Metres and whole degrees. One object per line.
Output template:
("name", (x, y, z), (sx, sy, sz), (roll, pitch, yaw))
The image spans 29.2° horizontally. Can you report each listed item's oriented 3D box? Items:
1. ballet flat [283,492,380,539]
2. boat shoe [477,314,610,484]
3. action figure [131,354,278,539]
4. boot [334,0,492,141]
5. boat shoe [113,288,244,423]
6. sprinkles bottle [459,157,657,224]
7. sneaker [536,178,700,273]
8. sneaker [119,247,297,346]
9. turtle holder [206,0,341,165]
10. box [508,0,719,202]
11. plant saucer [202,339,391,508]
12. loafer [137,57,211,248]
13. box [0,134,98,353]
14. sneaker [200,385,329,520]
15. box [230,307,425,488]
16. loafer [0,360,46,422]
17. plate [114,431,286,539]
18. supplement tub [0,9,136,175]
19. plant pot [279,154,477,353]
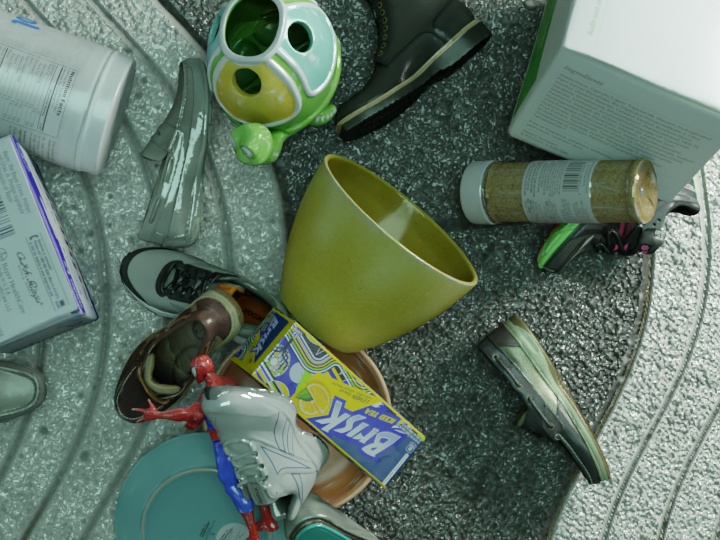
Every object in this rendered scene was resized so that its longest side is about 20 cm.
("ballet flat", (-0.006, 0.288, 1.435), (0.067, 0.064, 0.200), (-41, 125, 11))
("boat shoe", (0.195, 0.146, 1.474), (0.066, 0.072, 0.201), (-31, 90, 3))
("action figure", (-0.153, 0.178, 1.362), (0.098, 0.065, 0.201), (-5, 108, 21))
("boot", (0.023, -0.243, 1.478), (0.200, 0.077, 0.139), (-38, 86, -18))
("boat shoe", (-0.197, 0.096, 1.384), (0.072, 0.072, 0.200), (49, 123, -1))
("sprinkles bottle", (0.204, -0.081, 1.431), (0.199, 0.068, 0.069), (2, 86, 33))
("sneaker", (0.282, -0.048, 1.487), (0.199, 0.077, 0.084), (-29, 86, -6))
("sneaker", (-0.157, 0.021, 1.420), (0.199, 0.079, 0.074), (21, 71, 12))
("turtle holder", (-0.103, -0.204, 1.405), (0.141, 0.132, 0.186), (32, 82, 19))
("box", (0.285, -0.219, 1.418), (0.199, 0.171, 0.200), (22, 62, -5))
("plant saucer", (-0.067, 0.157, 1.458), (0.199, 0.037, 0.201), (0, 87, -5))
("loafer", (-0.194, -0.124, 1.443), (0.069, 0.070, 0.201), (6, 86, -12))
("box", (-0.344, -0.020, 1.355), (0.104, 0.200, 0.185), (-22, 89, -8))
("sneaker", (-0.091, 0.172, 1.309), (0.074, 0.200, 0.087), (-2, 57, 30))
("box", (-0.030, 0.128, 1.377), (0.200, 0.064, 0.070), (43, 83, -27))
("loafer", (-0.421, 0.127, 1.397), (0.199, 0.070, 0.070), (-5, 88, -6))
("plate", (-0.158, 0.266, 1.424), (0.199, 0.026, 0.201), (0, 98, 2))
("supplement tub", (-0.341, -0.188, 1.400), (0.199, 0.132, 0.133), (18, 85, -6))
("plant pot", (0.000, 0.000, 1.411), (0.200, 0.200, 0.142), (38, 105, -3))
